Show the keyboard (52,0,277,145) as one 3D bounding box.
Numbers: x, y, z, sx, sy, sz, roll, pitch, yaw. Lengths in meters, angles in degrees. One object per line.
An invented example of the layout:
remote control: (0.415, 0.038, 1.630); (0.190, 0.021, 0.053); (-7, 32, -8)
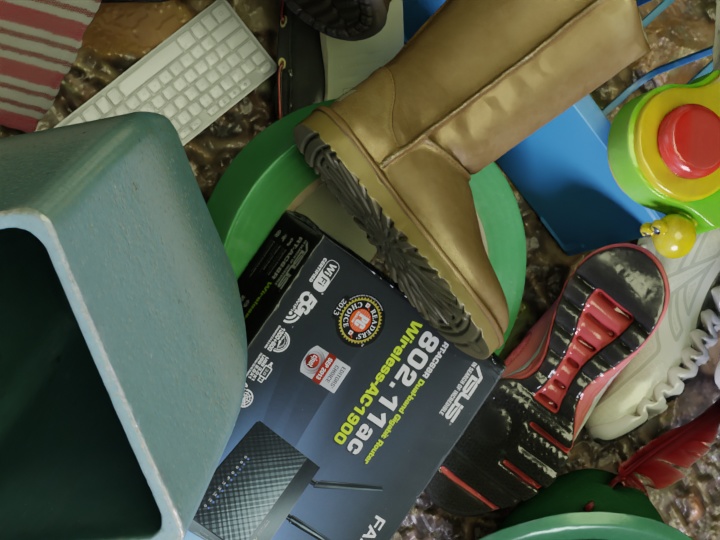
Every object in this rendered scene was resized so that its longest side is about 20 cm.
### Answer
keyboard: (-0.140, -0.083, 1.526); (0.200, 0.011, 0.056); (-40, 99, -17)

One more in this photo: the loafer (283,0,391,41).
loafer: (-0.030, -0.225, 1.435); (0.071, 0.073, 0.201); (-42, 113, -40)

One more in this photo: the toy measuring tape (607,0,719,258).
toy measuring tape: (0.179, -0.107, 1.461); (0.073, 0.074, 0.202); (10, 78, -17)

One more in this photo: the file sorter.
file sorter: (0.136, -0.130, 1.555); (0.123, 0.139, 0.200); (-41, 99, -19)

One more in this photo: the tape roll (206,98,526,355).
tape roll: (0.000, 0.000, 1.514); (0.199, 0.048, 0.202); (-7, 108, -22)

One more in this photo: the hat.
hat: (0.136, 0.128, 1.581); (0.199, 0.165, 0.177); (29, 43, -36)

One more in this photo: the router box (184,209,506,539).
router box: (-0.033, 0.091, 1.464); (0.149, 0.062, 0.201); (35, 90, -28)

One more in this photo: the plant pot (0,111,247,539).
plant pot: (-0.167, 0.018, 1.364); (0.200, 0.195, 0.197); (-54, 129, -52)

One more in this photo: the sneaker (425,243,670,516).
sneaker: (0.119, 0.070, 1.543); (0.074, 0.087, 0.200); (42, 99, 7)

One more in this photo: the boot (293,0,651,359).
boot: (0.086, -0.077, 1.423); (0.200, 0.066, 0.176); (-38, 95, -17)

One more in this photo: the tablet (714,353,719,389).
tablet: (0.271, 0.001, 1.592); (0.014, 0.130, 0.201); (14, 73, 28)

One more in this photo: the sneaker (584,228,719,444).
sneaker: (0.191, 0.022, 1.603); (0.081, 0.075, 0.200); (39, 70, -2)

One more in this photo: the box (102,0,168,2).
box: (-0.140, -0.259, 1.464); (0.132, 0.114, 0.202); (-7, 88, -45)

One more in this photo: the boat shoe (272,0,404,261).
boat shoe: (-0.015, -0.094, 1.543); (0.073, 0.063, 0.203); (-2, 101, -30)

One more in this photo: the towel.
towel: (-0.224, -0.147, 1.409); (0.145, 0.200, 0.030); (14, 59, -17)
